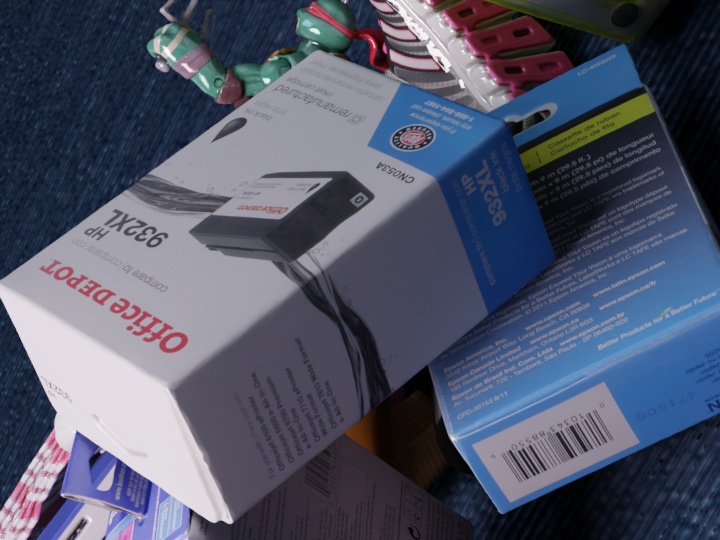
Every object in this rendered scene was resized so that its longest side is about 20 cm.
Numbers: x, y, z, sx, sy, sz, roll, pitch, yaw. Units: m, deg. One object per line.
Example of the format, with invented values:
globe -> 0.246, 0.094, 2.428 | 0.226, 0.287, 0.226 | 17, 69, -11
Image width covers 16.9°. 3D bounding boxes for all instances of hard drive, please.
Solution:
hard drive -> -0.180, 0.164, 1.516 | 0.132, 0.025, 0.200 | -53, 4, -9

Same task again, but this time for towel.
towel -> -0.175, 0.107, 1.636 | 0.200, 0.030, 0.146 | -55, -6, 30

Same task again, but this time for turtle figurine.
turtle figurine -> -0.057, -0.096, 1.381 | 0.101, 0.150, 0.200 | 40, 105, 41

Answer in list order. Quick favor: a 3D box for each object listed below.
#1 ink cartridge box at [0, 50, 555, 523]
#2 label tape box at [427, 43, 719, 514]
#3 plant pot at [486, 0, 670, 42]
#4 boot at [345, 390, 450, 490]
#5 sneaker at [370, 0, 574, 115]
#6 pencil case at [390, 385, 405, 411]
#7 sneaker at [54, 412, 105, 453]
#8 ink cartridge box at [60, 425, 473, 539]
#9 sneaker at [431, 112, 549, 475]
ink cartridge box -> -0.038, 0.001, 1.084 | 0.200, 0.084, 0.145 | -38, 38, -22
label tape box -> 0.097, 0.000, 1.135 | 0.143, 0.066, 0.200 | -27, 38, 10
plant pot -> 0.097, -0.237, 1.217 | 0.200, 0.199, 0.182 | -55, 37, 30
boot -> -0.042, 0.071, 1.240 | 0.144, 0.201, 0.071 | -39, 27, -12
sneaker -> 0.034, -0.136, 1.333 | 0.200, 0.074, 0.087 | 51, 140, 15
pencil case -> -0.013, 0.032, 1.326 | 0.091, 0.094, 0.200 | -152, 63, -66
sneaker -> -0.118, 0.038, 1.468 | 0.200, 0.081, 0.076 | -38, 4, -34
ink cartridge box -> -0.044, 0.129, 1.124 | 0.076, 0.200, 0.137 | -40, 25, 28
sneaker -> 0.064, 0.024, 1.260 | 0.115, 0.075, 0.200 | -37, 34, 59
